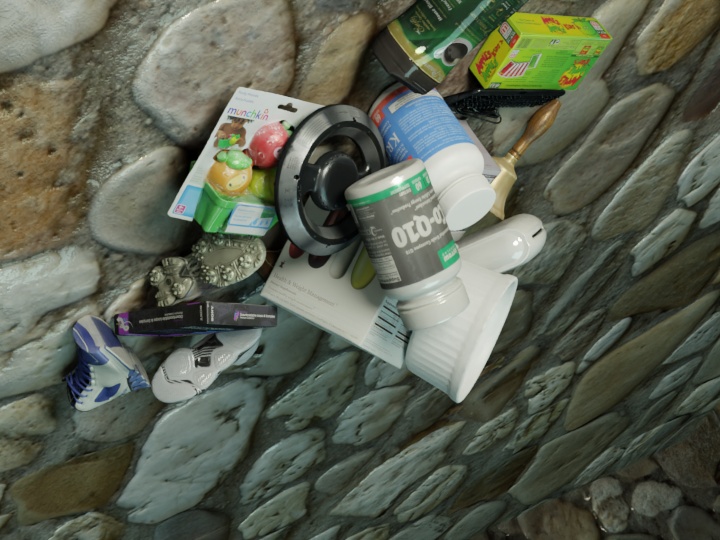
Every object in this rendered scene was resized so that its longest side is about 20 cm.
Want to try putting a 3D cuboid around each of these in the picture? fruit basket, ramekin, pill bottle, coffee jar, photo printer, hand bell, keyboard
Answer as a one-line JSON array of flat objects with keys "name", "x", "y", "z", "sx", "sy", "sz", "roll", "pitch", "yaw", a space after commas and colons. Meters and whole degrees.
[{"name": "fruit basket", "x": -0.133, "y": -0.136, "z": 1.482, "sx": 0.184, "sy": 0.094, "sz": 0.201, "roll": 4, "pitch": 132, "yaw": -49}, {"name": "ramekin", "x": 0.144, "y": 0.082, "z": 1.677, "sx": 0.201, "sy": 0.097, "sz": 0.201, "roll": -58, "pitch": 164, "yaw": -27}, {"name": "pill bottle", "x": 0.100, "y": -0.157, "z": 1.570, "sx": 0.111, "sy": 0.201, "sz": 0.113, "roll": -24, "pitch": 151, "yaw": -14}, {"name": "coffee jar", "x": 0.112, "y": -0.315, "z": 1.451, "sx": 0.200, "sy": 0.086, "sz": 0.104, "roll": -42, "pitch": 154, "yaw": 15}, {"name": "photo printer", "x": 0.197, "y": -0.027, "z": 1.813, "sx": 0.198, "sy": 0.070, "sz": 0.166, "roll": -23, "pitch": -177, "yaw": 20}, {"name": "hand bell", "x": 0.250, "y": -0.190, "z": 1.822, "sx": 0.201, "sy": 0.104, "sz": 0.104, "roll": -50, "pitch": 150, "yaw": 9}, {"name": "keyboard", "x": 0.203, "y": -0.237, "z": 1.670, "sx": 0.198, "sy": 0.040, "sz": 0.104, "roll": -6, "pitch": 179, "yaw": -39}, {"name": "pill bottle", "x": 0.065, "y": -0.033, "z": 1.495, "sx": 0.112, "sy": 0.202, "sz": 0.113, "roll": -22, "pitch": -168, "yaw": 5}]

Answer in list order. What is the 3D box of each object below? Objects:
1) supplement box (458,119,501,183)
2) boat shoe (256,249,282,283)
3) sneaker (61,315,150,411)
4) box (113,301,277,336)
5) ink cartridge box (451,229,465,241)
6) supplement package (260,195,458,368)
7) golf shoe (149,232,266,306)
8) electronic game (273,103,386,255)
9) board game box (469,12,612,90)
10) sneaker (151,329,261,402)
[{"name": "supplement box", "x": 0.110, "y": -0.121, "z": 1.739, "sx": 0.060, "sy": 0.109, "sz": 0.200, "roll": 0, "pitch": 139, "yaw": -48}, {"name": "boat shoe", "x": -0.101, "y": -0.006, "z": 1.755, "sx": 0.074, "sy": 0.076, "sz": 0.200, "roll": -43, "pitch": 159, "yaw": 10}, {"name": "sneaker", "x": -0.390, "y": 0.153, "z": 1.690, "sx": 0.114, "sy": 0.081, "sz": 0.200, "roll": -32, "pitch": 154, "yaw": -5}, {"name": "box", "x": -0.237, "y": 0.072, "z": 1.653, "sx": 0.198, "sy": 0.037, "sz": 0.142, "roll": -10, "pitch": 170, "yaw": 39}, {"name": "ink cartridge box", "x": 0.068, "y": -0.043, "z": 1.886, "sx": 0.198, "sy": 0.051, "sz": 0.109, "roll": -4, "pitch": 142, "yaw": -42}, {"name": "supplement package", "x": 0.000, "y": 0.000, "z": 1.657, "sx": 0.202, "sy": 0.190, "sz": 0.147, "roll": -63, "pitch": 150, "yaw": -5}, {"name": "golf shoe", "x": -0.200, "y": -0.008, "z": 1.613, "sx": 0.198, "sy": 0.079, "sz": 0.097, "roll": -18, "pitch": 173, "yaw": 30}, {"name": "electronic game", "x": -0.037, "y": -0.118, "z": 1.514, "sx": 0.199, "sy": 0.041, "sz": 0.203, "roll": -21, "pitch": 120, "yaw": -42}, {"name": "board game box", "x": 0.261, "y": -0.313, "z": 1.651, "sx": 0.198, "sy": 0.048, "sz": 0.102, "roll": -7, "pitch": 144, "yaw": -39}, {"name": "sneaker", "x": -0.232, "y": 0.138, "z": 1.798, "sx": 0.199, "sy": 0.075, "sz": 0.115, "roll": -38, "pitch": 172, "yaw": -2}]
